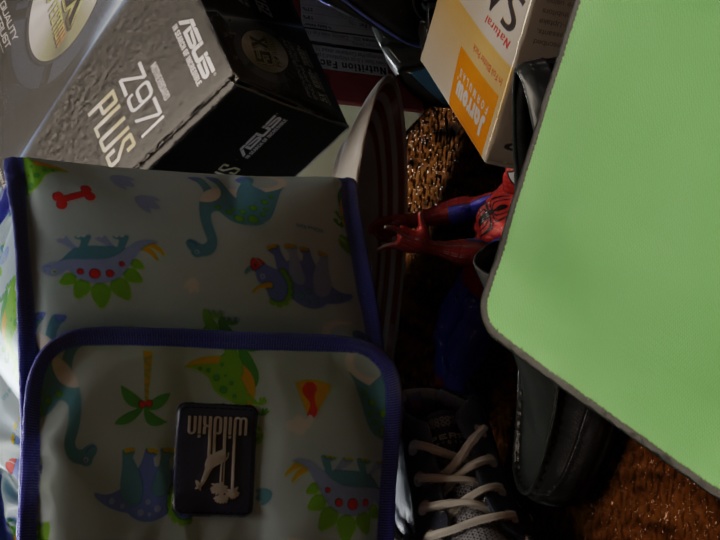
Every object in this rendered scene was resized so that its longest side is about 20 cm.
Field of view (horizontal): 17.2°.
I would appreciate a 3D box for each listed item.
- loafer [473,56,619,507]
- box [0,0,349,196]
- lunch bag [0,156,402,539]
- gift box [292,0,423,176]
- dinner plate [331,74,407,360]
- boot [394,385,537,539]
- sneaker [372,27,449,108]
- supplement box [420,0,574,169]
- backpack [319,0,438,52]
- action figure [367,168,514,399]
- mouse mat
[{"bbox_3d":[0.080,0.004,1.010,0.068,0.070,0.201,-130,44,-65],"label":"loafer"},{"bbox_3d":[-0.119,-0.107,1.225,0.164,0.086,0.200,-40,55,26],"label":"box"},{"bbox_3d":[-0.079,0.056,1.051,0.127,0.170,0.200,118,150,-52],"label":"lunch bag"},{"bbox_3d":[-0.073,-0.140,1.412,0.187,0.184,0.200,135,139,-55],"label":"gift box"},{"bbox_3d":[0.000,0.000,1.211,0.200,0.024,0.200,3,-90,-83],"label":"dinner plate"},{"bbox_3d":[0.040,0.109,1.049,0.200,0.073,0.090,-146,47,-78],"label":"boot"},{"bbox_3d":[0.037,-0.151,1.276,0.082,0.073,0.200,75,-179,-48],"label":"sneaker"},{"bbox_3d":[0.096,-0.155,1.044,0.126,0.073,0.200,-116,37,-61],"label":"supplement box"},{"bbox_3d":[0.009,-0.233,1.145,0.200,0.182,0.135,-58,28,3],"label":"backpack"},{"bbox_3d":[0.031,0.014,1.145,0.065,0.099,0.200,-102,29,-48],"label":"action figure"},{"bbox_3d":[0.122,-0.031,0.901,0.161,0.008,0.200,37,120,41],"label":"mouse mat"}]
